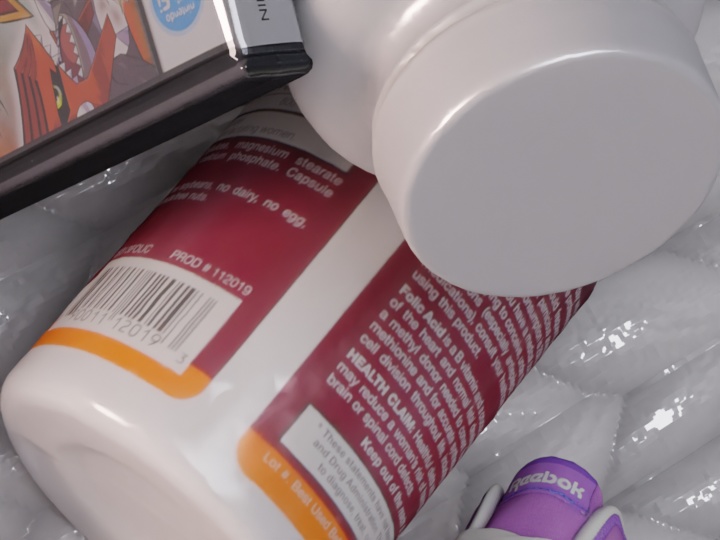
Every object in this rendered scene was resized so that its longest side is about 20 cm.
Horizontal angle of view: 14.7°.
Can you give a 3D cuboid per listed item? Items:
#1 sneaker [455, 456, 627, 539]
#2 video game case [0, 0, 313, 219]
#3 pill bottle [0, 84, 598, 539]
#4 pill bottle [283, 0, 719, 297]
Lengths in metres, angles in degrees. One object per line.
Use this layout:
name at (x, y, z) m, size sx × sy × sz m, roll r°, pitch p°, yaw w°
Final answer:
sneaker at (0.026, 0.096, 0.764) m, size 0.072 × 0.200 × 0.115 m, roll 12°, pitch 75°, yaw 20°
video game case at (-0.106, -0.108, 0.739) m, size 0.025 × 0.200 × 0.181 m, roll -9°, pitch 82°, yaw -44°
pill bottle at (0.000, 0.000, 0.801) m, size 0.114 × 0.114 × 0.200 m, roll 44°, pitch 67°, yaw -8°
pill bottle at (0.024, -0.093, 0.722) m, size 0.112 × 0.112 × 0.200 m, roll 1°, pitch 45°, yaw -21°
